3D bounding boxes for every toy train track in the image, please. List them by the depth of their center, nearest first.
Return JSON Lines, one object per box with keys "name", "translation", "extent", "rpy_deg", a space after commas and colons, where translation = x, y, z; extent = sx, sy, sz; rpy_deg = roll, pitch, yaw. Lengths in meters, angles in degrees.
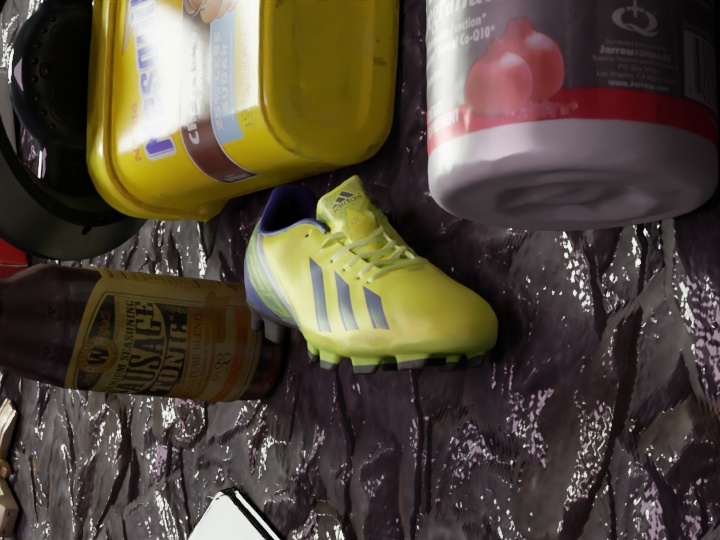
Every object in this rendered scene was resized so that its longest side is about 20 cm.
{"name": "toy train track", "translation": [-0.283, 0.123, 1.514], "extent": [0.200, 0.032, 0.116], "rpy_deg": [50, 127, 55]}

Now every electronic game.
{"name": "electronic game", "translation": [-0.164, -0.106, 1.184], "extent": [0.041, 0.199, 0.202], "rpy_deg": [-1, 83, 35]}

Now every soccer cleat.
{"name": "soccer cleat", "translation": [-0.001, 0.000, 0.986], "extent": [0.200, 0.064, 0.085], "rpy_deg": [16, 102, 62]}

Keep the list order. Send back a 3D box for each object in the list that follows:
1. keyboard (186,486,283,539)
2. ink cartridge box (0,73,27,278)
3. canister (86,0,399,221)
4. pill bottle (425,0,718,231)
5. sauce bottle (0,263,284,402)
{"name": "keyboard", "translation": [-0.048, 0.197, 1.082], "extent": [0.104, 0.040, 0.200], "rpy_deg": [-54, 32, 4]}
{"name": "ink cartridge box", "translation": [-0.289, -0.030, 1.520], "extent": [0.116, 0.067, 0.202], "rpy_deg": [-46, 46, 49]}
{"name": "canister", "translation": [-0.063, -0.111, 1.104], "extent": [0.199, 0.086, 0.150], "rpy_deg": [-11, 75, 59]}
{"name": "pill bottle", "translation": [0.079, -0.123, 0.818], "extent": [0.110, 0.110, 0.202], "rpy_deg": [-21, 66, 58]}
{"name": "sauce bottle", "translation": [-0.137, 0.031, 1.090], "extent": [0.066, 0.198, 0.067], "rpy_deg": [-13, 75, 60]}
